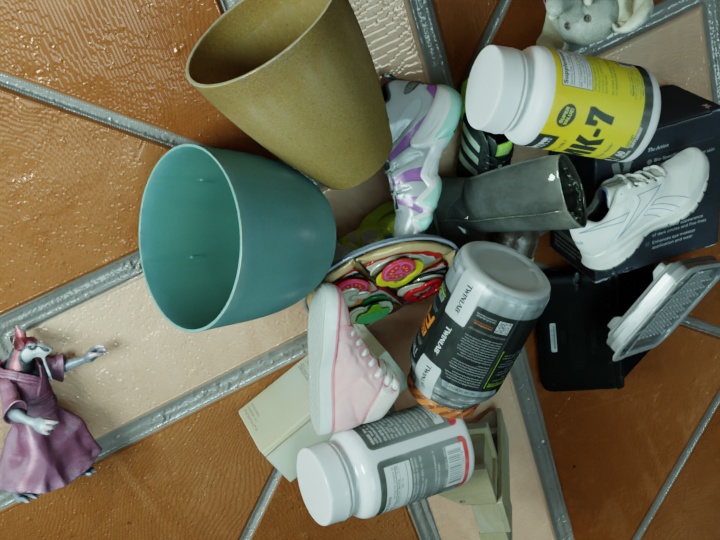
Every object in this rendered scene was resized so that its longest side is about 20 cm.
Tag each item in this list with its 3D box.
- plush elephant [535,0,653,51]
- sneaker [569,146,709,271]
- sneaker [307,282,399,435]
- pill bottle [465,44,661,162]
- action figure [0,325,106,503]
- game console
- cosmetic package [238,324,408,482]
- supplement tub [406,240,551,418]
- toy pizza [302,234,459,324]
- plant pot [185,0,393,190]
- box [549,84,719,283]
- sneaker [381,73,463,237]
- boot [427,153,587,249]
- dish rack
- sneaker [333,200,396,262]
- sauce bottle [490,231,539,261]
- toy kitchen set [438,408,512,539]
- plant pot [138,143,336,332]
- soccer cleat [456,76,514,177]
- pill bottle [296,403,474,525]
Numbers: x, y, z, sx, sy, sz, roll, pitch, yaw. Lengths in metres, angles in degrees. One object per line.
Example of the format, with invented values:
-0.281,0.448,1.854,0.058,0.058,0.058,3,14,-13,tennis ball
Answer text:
0.239,-0.325,1.239,0.200,0.155,0.165,13,150,-44,plush elephant
0.342,-0.087,1.329,0.200,0.075,0.087,-40,119,-2,sneaker
-0.006,0.100,1.279,0.104,0.075,0.201,-6,119,-14,sneaker
0.229,-0.193,1.242,0.199,0.114,0.115,7,111,-19,pill bottle
-0.376,0.155,1.255,0.149,0.134,0.201,-4,109,24,action figure
0.342,0.061,1.572,0.175,0.116,0.200,-4,120,11,game console
-0.047,0.163,1.389,0.200,0.104,0.073,-40,125,-3,cosmetic package
0.136,0.075,1.315,0.122,0.123,0.200,7,123,-28,supplement tub
0.028,0.019,1.308,0.200,0.032,0.200,-16,157,-7,toy pizza
-0.052,-0.188,1.162,0.186,0.186,0.200,-40,124,-2,plant pot
0.362,-0.117,1.433,0.196,0.117,0.200,-16,121,-16,box
0.030,-0.134,1.284,0.140,0.078,0.201,15,85,-9,sneaker
0.183,-0.057,1.338,0.200,0.073,0.182,-7,130,28,boot
0.416,0.043,1.491,0.200,0.044,0.172,-5,135,-55,dish rack
0.000,0.000,1.347,0.200,0.076,0.105,-30,124,-10,sneaker
0.199,-0.020,1.437,0.065,0.065,0.200,6,112,-27,sauce bottle
0.117,0.282,1.542,0.180,0.163,0.200,-8,132,15,toy kitchen set
-0.125,-0.037,1.204,0.161,0.200,0.201,-3,116,-41,plant pot
0.159,-0.145,1.345,0.067,0.081,0.200,-17,120,-17,soccer cleat
0.029,0.238,1.339,0.200,0.114,0.114,-13,119,-26,pill bottle
